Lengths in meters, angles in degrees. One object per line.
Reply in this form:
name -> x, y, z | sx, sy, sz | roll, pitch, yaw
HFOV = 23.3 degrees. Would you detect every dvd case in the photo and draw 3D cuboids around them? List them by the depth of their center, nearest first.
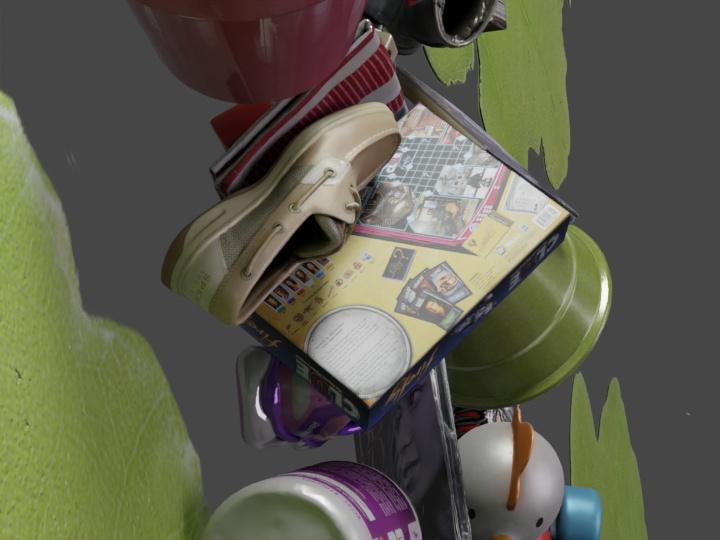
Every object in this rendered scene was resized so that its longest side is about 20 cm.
dvd case -> 0.033, 0.147, 1.285 | 0.149, 0.016, 0.200 | 121, -30, -47
dvd case -> 0.089, -0.121, 1.492 | 0.149, 0.016, 0.200 | 29, 12, -46

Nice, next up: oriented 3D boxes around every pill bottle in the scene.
pill bottle -> -0.022, 0.181, 1.120 | 0.200, 0.112, 0.113 | 2, 83, -74

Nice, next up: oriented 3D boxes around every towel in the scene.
towel -> -0.023, -0.073, 1.157 | 0.023, 0.144, 0.200 | 43, -6, 19

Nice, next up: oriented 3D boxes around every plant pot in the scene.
plant pot -> -0.066, -0.195, 0.984 | 0.179, 0.199, 0.201 | 89, 4, -60
plant pot -> 0.090, -0.011, 1.513 | 0.190, 0.200, 0.201 | 47, 38, -45

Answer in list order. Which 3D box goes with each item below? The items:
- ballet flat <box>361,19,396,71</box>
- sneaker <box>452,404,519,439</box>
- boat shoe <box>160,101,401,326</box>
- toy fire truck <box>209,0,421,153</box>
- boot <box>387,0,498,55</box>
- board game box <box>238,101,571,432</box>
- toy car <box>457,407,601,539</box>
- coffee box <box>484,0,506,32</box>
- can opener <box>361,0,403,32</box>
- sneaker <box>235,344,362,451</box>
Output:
ballet flat -> -0.026, -0.219, 1.363 | 0.201, 0.072, 0.072 | 69, 21, -44
sneaker -> 0.117, 0.160, 1.701 | 0.082, 0.078, 0.201 | -38, 121, -70
boat shoe -> -0.033, -0.034, 1.075 | 0.200, 0.065, 0.072 | -39, 156, -36
toy fire truck -> -0.021, -0.160, 1.185 | 0.141, 0.200, 0.049 | 60, -2, 36
boot -> 0.065, -0.253, 1.361 | 0.200, 0.072, 0.182 | 174, -77, -83
board game box -> 0.022, -0.007, 1.133 | 0.200, 0.135, 0.035 | -42, 159, -25
toy car -> 0.103, 0.193, 1.332 | 0.200, 0.184, 0.177 | 99, -2, -54
coffee box -> 0.067, -0.318, 1.616 | 0.080, 0.113, 0.201 | -11, 97, -74
can opener -> -0.003, -0.208, 1.287 | 0.067, 0.053, 0.200 | 21, 95, -52
sneaker -> -0.018, 0.086, 1.218 | 0.200, 0.088, 0.081 | 4, 79, -76
